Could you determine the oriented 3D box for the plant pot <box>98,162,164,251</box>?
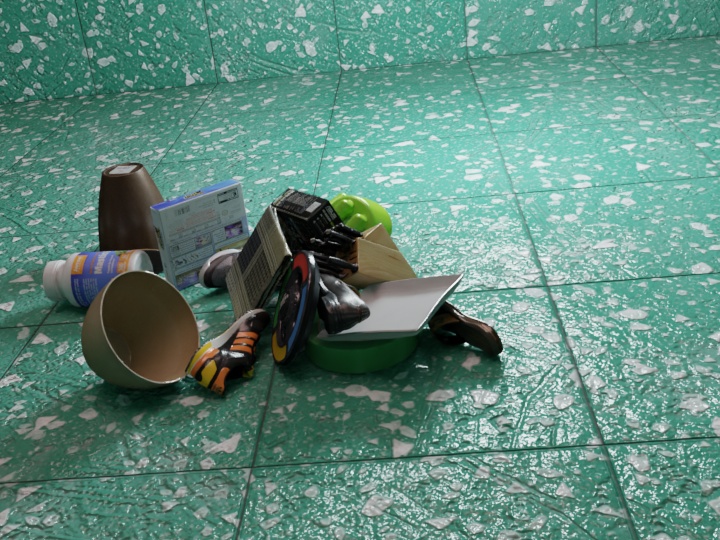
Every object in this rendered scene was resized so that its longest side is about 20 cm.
[{"bbox_3d":[-0.518,-0.136,2.031,0.186,0.200,0.187,-6,25,3],"label":"plant pot"}]

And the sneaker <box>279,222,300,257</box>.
[{"bbox_3d":[-0.138,-0.060,1.864,0.090,0.079,0.200,12,-4,35],"label":"sneaker"}]

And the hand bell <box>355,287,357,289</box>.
[{"bbox_3d":[-0.084,0.027,1.742,0.104,0.104,0.200,-14,14,-15],"label":"hand bell"}]

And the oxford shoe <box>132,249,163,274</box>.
[{"bbox_3d":[-0.513,-0.011,1.923,0.199,0.072,0.071,-13,21,-10],"label":"oxford shoe"}]

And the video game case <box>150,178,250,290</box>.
[{"bbox_3d":[-0.329,-0.076,1.880,0.200,0.182,0.045,-24,29,-33],"label":"video game case"}]

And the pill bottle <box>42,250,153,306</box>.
[{"bbox_3d":[-0.532,0.017,1.813,0.199,0.112,0.112,-2,25,8],"label":"pill bottle"}]

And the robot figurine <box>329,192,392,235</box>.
[{"bbox_3d":[-0.003,-0.094,1.871,0.175,0.116,0.200,45,13,16],"label":"robot figurine"}]

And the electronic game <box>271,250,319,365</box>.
[{"bbox_3d":[-0.115,0.063,1.527,0.042,0.200,0.200,13,20,-17],"label":"electronic game"}]

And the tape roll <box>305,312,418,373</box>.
[{"bbox_3d":[0.000,0.108,1.567,0.200,0.048,0.201,-5,24,2],"label":"tape roll"}]

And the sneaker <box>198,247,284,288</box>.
[{"bbox_3d":[-0.222,-0.002,1.819,0.200,0.076,0.114,-19,25,-30],"label":"sneaker"}]

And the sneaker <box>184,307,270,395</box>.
[{"bbox_3d":[-0.206,0.143,1.531,0.090,0.070,0.200,40,41,11],"label":"sneaker"}]

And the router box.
[{"bbox_3d":[-0.073,-0.059,1.742,0.062,0.200,0.150,-44,33,-17],"label":"router box"}]

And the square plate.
[{"bbox_3d":[0.055,0.067,1.508,0.198,0.029,0.200,-8,21,34],"label":"square plate"}]

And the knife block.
[{"bbox_3d":[0.000,0.000,1.629,0.064,0.200,0.176,-25,13,45],"label":"knife block"}]

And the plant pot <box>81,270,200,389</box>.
[{"bbox_3d":[-0.392,0.117,1.512,0.134,0.200,0.200,-28,12,33],"label":"plant pot"}]

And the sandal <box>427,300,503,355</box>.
[{"bbox_3d":[0.157,0.103,1.531,0.055,0.082,0.200,-43,46,-19],"label":"sandal"}]

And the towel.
[{"bbox_3d":[-0.189,0.000,1.676,0.034,0.193,0.200,22,24,-28],"label":"towel"}]

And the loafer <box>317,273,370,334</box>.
[{"bbox_3d":[-0.035,0.052,1.507,0.072,0.073,0.200,-9,23,-9],"label":"loafer"}]
